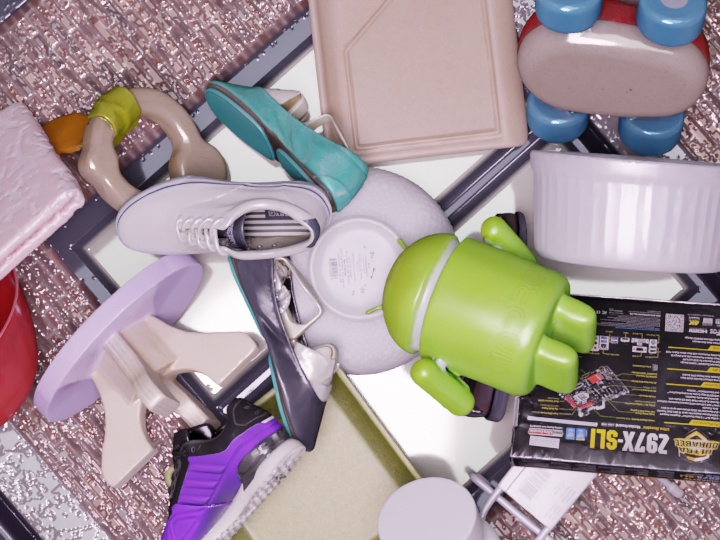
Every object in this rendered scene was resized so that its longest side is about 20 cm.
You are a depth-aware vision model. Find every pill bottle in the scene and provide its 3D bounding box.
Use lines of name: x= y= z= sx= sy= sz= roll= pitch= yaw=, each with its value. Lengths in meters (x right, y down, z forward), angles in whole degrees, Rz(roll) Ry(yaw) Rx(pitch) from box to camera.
pill bottle: x=0.080 y=0.281 z=1.540 sx=0.114 sy=0.201 sz=0.115 roll=-10 pitch=44 yaw=10

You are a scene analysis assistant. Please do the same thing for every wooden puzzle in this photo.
wooden puzzle: x=0.055 y=-0.201 z=1.648 sx=0.199 sy=0.037 sz=0.186 roll=-6 pitch=88 yaw=-5

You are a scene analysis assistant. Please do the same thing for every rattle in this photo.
rattle: x=-0.199 y=-0.084 z=1.639 sx=0.199 sy=0.143 sz=0.131 roll=24 pitch=50 yaw=-36

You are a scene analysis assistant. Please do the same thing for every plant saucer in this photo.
plant saucer: x=-0.049 y=0.211 z=1.617 sx=0.199 sy=0.048 sz=0.200 roll=-37 pitch=88 yaw=5

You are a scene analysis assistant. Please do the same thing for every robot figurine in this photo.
robot figurine: x=0.108 y=0.038 z=1.517 sx=0.199 sy=0.116 sz=0.176 roll=20 pitch=70 yaw=16

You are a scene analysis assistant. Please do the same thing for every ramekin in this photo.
ramekin: x=0.251 y=-0.055 z=1.565 sx=0.199 sy=0.200 sz=0.098 roll=4 pitch=96 yaw=0

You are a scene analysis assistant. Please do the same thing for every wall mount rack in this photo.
wall mount rack: x=0.206 y=0.203 z=1.617 sx=0.174 sy=0.075 sz=0.200 roll=39 pitch=89 yaw=5

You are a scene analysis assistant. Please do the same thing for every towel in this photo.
towel: x=-0.352 y=-0.051 z=1.577 sx=0.191 sy=0.200 sz=0.032 roll=-43 pitch=130 yaw=1

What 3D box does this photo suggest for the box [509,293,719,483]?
box: x=0.241 y=0.106 z=1.561 sx=0.199 sy=0.049 sz=0.161 roll=3 pitch=73 yaw=8

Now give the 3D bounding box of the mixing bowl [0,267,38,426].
mixing bowl: x=-0.373 y=0.086 z=1.577 sx=0.200 sy=0.200 sz=0.109 roll=-35 pitch=131 yaw=-1

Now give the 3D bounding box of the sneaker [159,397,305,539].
sneaker: x=-0.142 y=0.192 z=1.558 sx=0.100 sy=0.070 sz=0.200 roll=46 pitch=112 yaw=9

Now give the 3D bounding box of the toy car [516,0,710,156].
toy car: x=0.244 y=-0.246 z=1.606 sx=0.176 sy=0.185 sz=0.201 roll=8 pitch=55 yaw=8

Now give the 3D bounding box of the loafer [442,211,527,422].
loafer: x=0.117 y=0.041 z=1.618 sx=0.063 sy=0.072 sz=0.201 roll=7 pitch=91 yaw=-5

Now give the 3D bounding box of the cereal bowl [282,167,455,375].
cereal bowl: x=0.000 y=0.000 z=1.615 sx=0.199 sy=0.083 sz=0.201 roll=0 pitch=89 yaw=-1

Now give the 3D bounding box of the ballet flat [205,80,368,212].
ballet flat: x=-0.063 y=-0.128 z=1.608 sx=0.070 sy=0.067 sz=0.200 roll=-38 pitch=58 yaw=-16

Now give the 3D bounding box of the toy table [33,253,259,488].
toy table: x=-0.193 y=0.093 z=1.574 sx=0.117 sy=0.184 sz=0.200 roll=45 pitch=100 yaw=17

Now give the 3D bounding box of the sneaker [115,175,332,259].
sneaker: x=-0.127 y=-0.044 z=1.523 sx=0.199 sy=0.071 sz=0.073 roll=-7 pitch=112 yaw=10

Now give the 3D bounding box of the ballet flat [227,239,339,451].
ballet flat: x=-0.060 y=0.062 z=1.555 sx=0.073 sy=0.073 sz=0.201 roll=-19 pitch=84 yaw=-1
